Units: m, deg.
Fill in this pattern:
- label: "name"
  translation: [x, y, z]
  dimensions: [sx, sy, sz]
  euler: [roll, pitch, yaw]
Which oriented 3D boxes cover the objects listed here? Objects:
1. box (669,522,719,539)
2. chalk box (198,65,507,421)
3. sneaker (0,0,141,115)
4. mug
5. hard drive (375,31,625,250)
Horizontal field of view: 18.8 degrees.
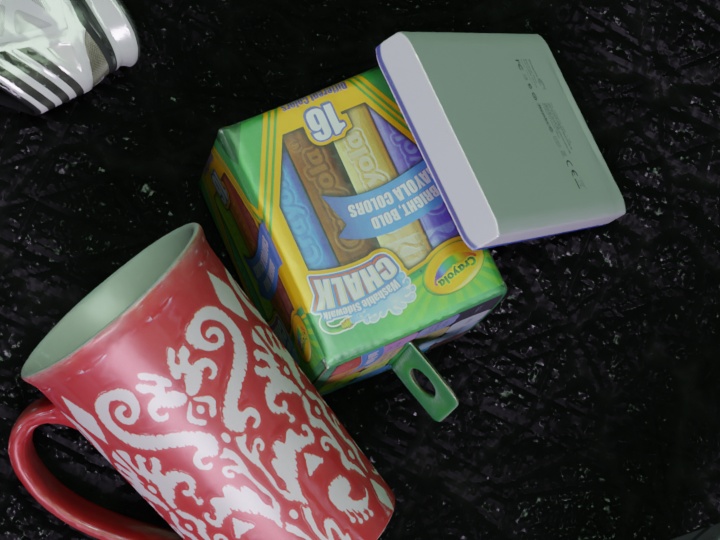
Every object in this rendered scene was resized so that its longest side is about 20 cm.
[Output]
- label: "box"
  translation: [0.144, 0.214, 1.244]
  dimensions: [0.156, 0.200, 0.041]
  euler: [-40, 86, -18]
- label: "chalk box"
  translation: [0.000, 0.000, 1.309]
  dimensions: [0.123, 0.125, 0.201]
  euler: [-21, 80, -16]
- label: "sneaker"
  translation: [-0.234, -0.185, 1.333]
  dimensions: [0.115, 0.076, 0.201]
  euler: [-35, 88, -19]
- label: "mug"
  translation: [-0.094, 0.097, 1.270]
  dimensions: [0.200, 0.177, 0.134]
  euler: [50, 50, -12]
- label: "hard drive"
  translation: [0.090, -0.083, 1.329]
  dimensions: [0.025, 0.200, 0.133]
  euler: [-29, 81, 27]
